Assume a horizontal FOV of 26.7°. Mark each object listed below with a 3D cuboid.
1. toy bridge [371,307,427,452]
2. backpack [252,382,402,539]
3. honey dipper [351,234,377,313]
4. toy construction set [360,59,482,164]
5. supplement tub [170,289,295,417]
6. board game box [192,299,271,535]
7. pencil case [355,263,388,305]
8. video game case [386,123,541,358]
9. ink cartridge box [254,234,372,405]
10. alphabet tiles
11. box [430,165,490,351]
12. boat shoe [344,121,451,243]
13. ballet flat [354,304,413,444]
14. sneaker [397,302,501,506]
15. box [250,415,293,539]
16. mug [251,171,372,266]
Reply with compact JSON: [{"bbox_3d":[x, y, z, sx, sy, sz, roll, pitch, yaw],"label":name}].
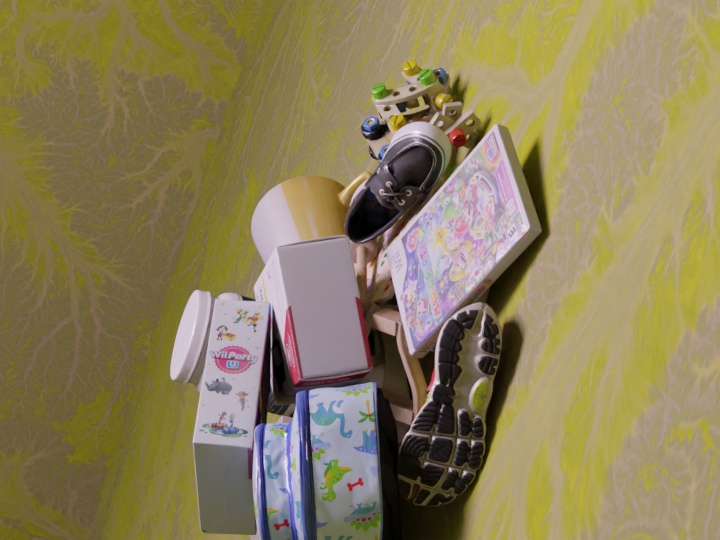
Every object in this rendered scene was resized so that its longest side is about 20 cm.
[{"bbox_3d":[0.037,0.144,1.593,0.067,0.027,0.202,17,113,33],"label":"toy bridge"},{"bbox_3d":[-0.032,0.214,1.479,0.201,0.145,0.184,90,176,-55],"label":"backpack"},{"bbox_3d":[0.000,0.000,1.707,0.200,0.038,0.038,-87,18,-65],"label":"honey dipper"},{"bbox_3d":[0.070,-0.165,1.740,0.093,0.130,0.200,65,178,-28],"label":"toy construction set"},{"bbox_3d":[-0.140,0.111,2.018,0.140,0.198,0.142,-164,90,-75],"label":"supplement tub"},{"bbox_3d":[-0.132,0.152,1.596,0.201,0.064,0.148,-88,1,-45],"label":"board game box"},{"bbox_3d":[-0.014,0.089,1.806,0.091,0.082,0.202,-38,39,59],"label":"pencil case"},{"bbox_3d":[0.097,-0.028,1.502,0.200,0.018,0.144,-50,38,35],"label":"video game case"},{"bbox_3d":[-0.055,0.060,1.649,0.200,0.082,0.147,130,130,-73],"label":"ink cartridge box"},{"bbox_3d":[0.036,-0.011,1.698,0.201,0.015,0.196,-62,9,-13],"label":"alphabet tiles"},{"bbox_3d":[0.103,-0.012,1.571,0.144,0.036,0.202,-179,106,-75],"label":"box"},{"bbox_3d":[0.039,-0.090,1.670,0.200,0.068,0.057,-49,13,55],"label":"boat shoe"},{"bbox_3d":[0.020,0.112,1.689,0.201,0.069,0.070,-93,24,-51],"label":"ballet flat"},{"bbox_3d":[0.093,0.128,1.437,0.085,0.076,0.202,-40,-31,-80],"label":"sneaker"},{"bbox_3d":[-0.092,0.293,1.911,0.082,0.068,0.202,128,154,-55],"label":"box"},{"bbox_3d":[-0.057,-0.036,1.994,0.154,0.148,0.188,-107,29,-51],"label":"mug"}]
